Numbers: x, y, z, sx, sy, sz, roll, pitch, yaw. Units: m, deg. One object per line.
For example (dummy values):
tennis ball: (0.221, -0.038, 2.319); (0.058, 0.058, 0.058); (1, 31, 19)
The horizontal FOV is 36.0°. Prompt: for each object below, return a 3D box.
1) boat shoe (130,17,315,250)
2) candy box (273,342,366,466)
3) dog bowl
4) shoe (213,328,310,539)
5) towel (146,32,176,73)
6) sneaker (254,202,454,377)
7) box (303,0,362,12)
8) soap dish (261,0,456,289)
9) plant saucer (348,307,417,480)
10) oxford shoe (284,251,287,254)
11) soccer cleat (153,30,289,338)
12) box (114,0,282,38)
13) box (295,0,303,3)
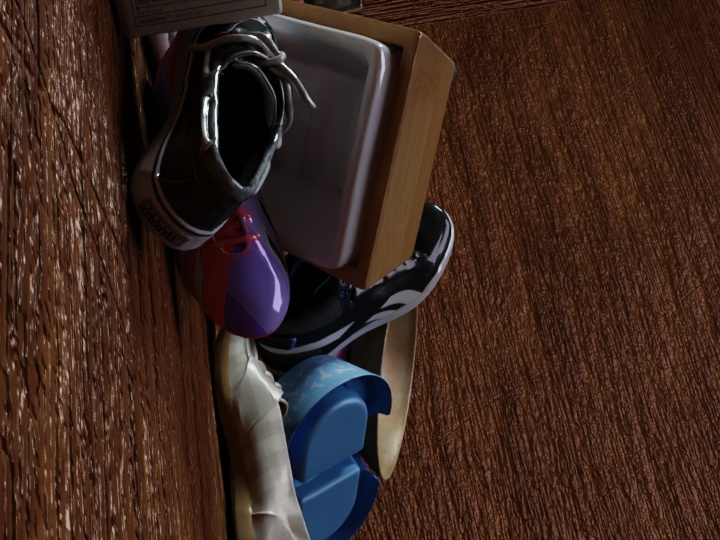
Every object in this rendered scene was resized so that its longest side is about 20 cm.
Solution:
boat shoe: (-0.067, -0.096, 0.607); (0.074, 0.068, 0.200); (46, 33, -22)
candy box: (-0.033, 0.138, 1.025); (0.137, 0.061, 0.201); (-65, 159, -57)
dog bowl: (-0.036, 0.152, 0.891); (0.050, 0.111, 0.201); (37, -45, 34)
shoe: (-0.070, 0.126, 0.794); (0.070, 0.053, 0.201); (84, -4, -55)
towel: (-0.134, -0.157, 0.818); (0.200, 0.024, 0.147); (84, -3, -50)
sneaker: (0.000, 0.000, 0.870); (0.073, 0.200, 0.112); (44, -16, 20)
box: (-0.048, -0.317, 0.843); (0.159, 0.046, 0.201); (-101, 177, -50)
soap dish: (-0.031, -0.093, 0.735); (0.200, 0.081, 0.158); (26, -70, 46)
plant saucer: (0.019, 0.087, 1.001); (0.200, 0.035, 0.201); (6, 90, -80)
oxford shoe: (-0.089, -0.006, 0.814); (0.200, 0.071, 0.072); (-86, -170, -80)
soccer cleat: (-0.087, -0.057, 0.678); (0.077, 0.066, 0.201); (112, -34, -63)
box: (-0.103, -0.237, 0.591); (0.078, 0.094, 0.201); (-104, -174, -60)
box: (-0.107, -0.257, 0.899); (0.096, 0.099, 0.200); (-103, 179, -45)
